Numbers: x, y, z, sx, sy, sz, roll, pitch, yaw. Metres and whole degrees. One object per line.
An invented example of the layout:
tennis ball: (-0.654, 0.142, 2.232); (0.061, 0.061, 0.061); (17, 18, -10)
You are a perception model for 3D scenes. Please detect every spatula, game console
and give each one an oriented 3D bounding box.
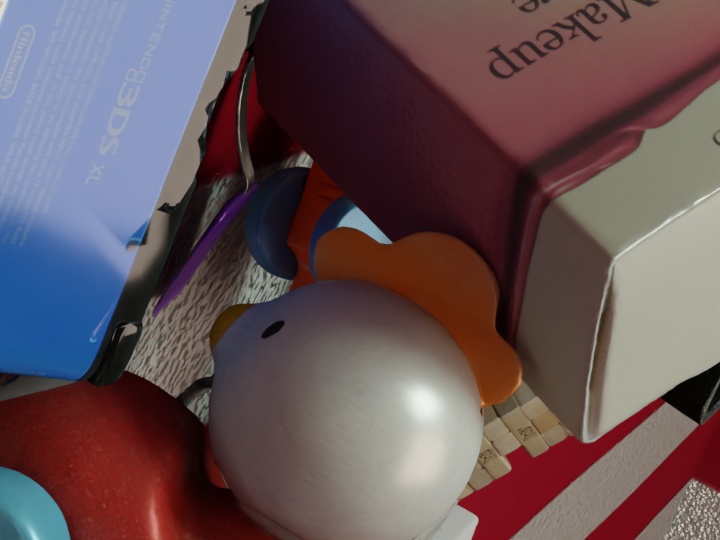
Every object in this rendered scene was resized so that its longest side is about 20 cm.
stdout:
spatula: (-0.042, -0.070, 0.886); (0.057, 0.021, 0.200); (-52, 162, -71)
game console: (-0.095, -0.078, 0.717); (0.171, 0.118, 0.200); (10, 108, -41)

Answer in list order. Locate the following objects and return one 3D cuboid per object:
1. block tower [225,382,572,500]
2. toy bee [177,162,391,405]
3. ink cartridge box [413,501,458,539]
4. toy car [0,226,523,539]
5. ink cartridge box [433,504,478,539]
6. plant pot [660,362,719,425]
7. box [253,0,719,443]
block tower: (0.001, 0.092, 1.027); (0.200, 0.054, 0.058); (-30, 147, 6)
toy bee: (0.000, 0.000, 0.964); (0.109, 0.131, 0.200); (30, 106, -39)
ink cartridge box: (0.031, 0.062, 1.142); (0.200, 0.087, 0.145); (-59, 171, 14)
toy car: (-0.035, 0.058, 0.785); (0.200, 0.177, 0.184); (-54, 175, 11)
ink cartridge box: (-0.024, 0.216, 1.289); (0.200, 0.084, 0.145); (-37, 150, -58)
plant pot: (0.145, -0.073, 1.066); (0.200, 0.177, 0.200); (-28, 142, -65)
box: (0.067, -0.062, 0.799); (0.128, 0.200, 0.109); (-31, 148, -21)
